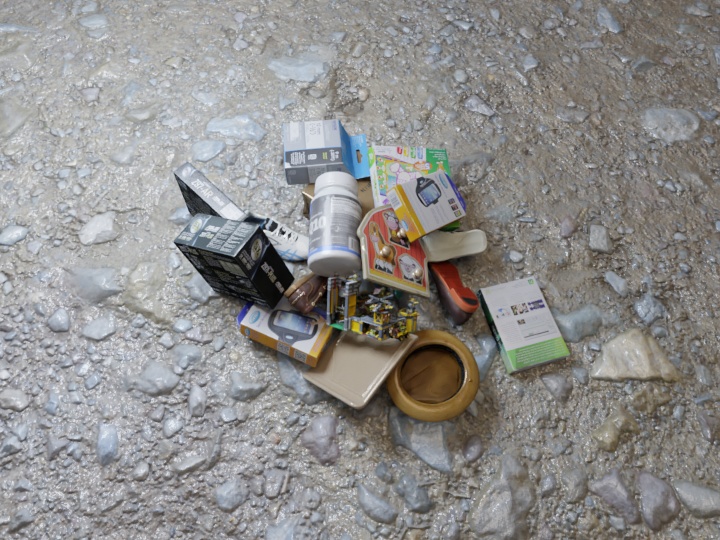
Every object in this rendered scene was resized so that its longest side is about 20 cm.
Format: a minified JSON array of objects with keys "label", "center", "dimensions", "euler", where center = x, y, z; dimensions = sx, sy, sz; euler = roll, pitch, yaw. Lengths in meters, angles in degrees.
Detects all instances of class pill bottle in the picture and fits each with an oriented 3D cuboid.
[{"label":"pill bottle","center":[-0.053,-0.097,1.100],"dimensions":[0.112,0.114,0.203],"euler":[2,66,-5]}]

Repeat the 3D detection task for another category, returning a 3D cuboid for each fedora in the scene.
[{"label":"fedora","center":[0.144,0.223,1.082],"dimensions":[0.197,0.082,0.203],"euler":[3,62,-5]}]

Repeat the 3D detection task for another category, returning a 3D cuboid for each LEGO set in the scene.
[{"label":"LEGO set","center":[0.023,0.059,1.064],"dimensions":[0.152,0.118,0.199],"euler":[-8,16,-40]}]

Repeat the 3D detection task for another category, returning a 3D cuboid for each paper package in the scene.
[{"label":"paper package","center":[-0.015,-0.177,1.260],"dimensions":[0.190,0.104,0.200],"euler":[35,65,14]}]

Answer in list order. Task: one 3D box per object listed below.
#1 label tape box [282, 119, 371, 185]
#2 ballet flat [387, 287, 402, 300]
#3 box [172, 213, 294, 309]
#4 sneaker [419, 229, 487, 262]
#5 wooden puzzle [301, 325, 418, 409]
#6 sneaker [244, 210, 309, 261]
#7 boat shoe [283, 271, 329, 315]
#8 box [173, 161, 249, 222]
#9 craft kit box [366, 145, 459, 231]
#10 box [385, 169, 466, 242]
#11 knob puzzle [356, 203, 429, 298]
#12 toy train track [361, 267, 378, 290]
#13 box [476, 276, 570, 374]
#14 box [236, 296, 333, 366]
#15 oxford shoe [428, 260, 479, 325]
[{"label":"label tape box","center":[-0.079,-0.281,1.218],"dimensions":[0.197,0.066,0.145],"euler":[-6,58,-1]},{"label":"ballet flat","center":[0.081,-0.019,1.220],"dimensions":[0.063,0.068,0.202],"euler":[1,58,26]},{"label":"box","center":[-0.260,-0.021,1.078],"dimensions":[0.198,0.165,0.087],"euler":[12,56,36]},{"label":"sneaker","center":[0.190,-0.056,1.211],"dimensions":[0.197,0.084,0.076],"euler":[-1,87,-16]},{"label":"wooden puzzle","center":[0.000,0.182,1.070],"dimensions":[0.184,0.037,0.200],"euler":[16,52,47]},{"label":"sneaker","center":[-0.191,-0.080,1.210],"dimensions":[0.198,0.073,0.072],"euler":[21,61,4]},{"label":"boat shoe","center":[-0.094,0.036,1.130],"dimensions":[0.070,0.070,0.200],"euler":[44,33,1]},{"label":"box","center":[-0.324,-0.127,1.170],"dimensions":[0.200,0.161,0.043],"euler":[41,67,16]},{"label":"craft kit box","center":[0.122,-0.187,1.207],"dimensions":[0.197,0.048,0.201],"euler":[-3,80,-22]},{"label":"box","center":[0.152,-0.147,1.143],"dimensions":[0.199,0.041,0.120],"euler":[-24,86,-44]},{"label":"knob puzzle","center":[0.077,-0.056,1.084],"dimensions":[0.218,0.030,0.222],"euler":[21,55,-33]},{"label":"toy train track","center":[0.000,0.000,1.175],"dimensions":[0.032,0.115,0.202],"euler":[-30,90,-14]},{"label":"box","center":[0.366,0.121,1.184],"dimensions":[0.142,0.036,0.202],"euler":[-11,63,-11]},{"label":"box","center":[-0.160,0.111,1.109],"dimensions":[0.198,0.042,0.120],"euler":[24,47,5]},{"label":"oxford shoe","center":[0.192,0.038,1.191],"dimensions":[0.070,0.073,0.201],"euler":[4,39,-28]}]
